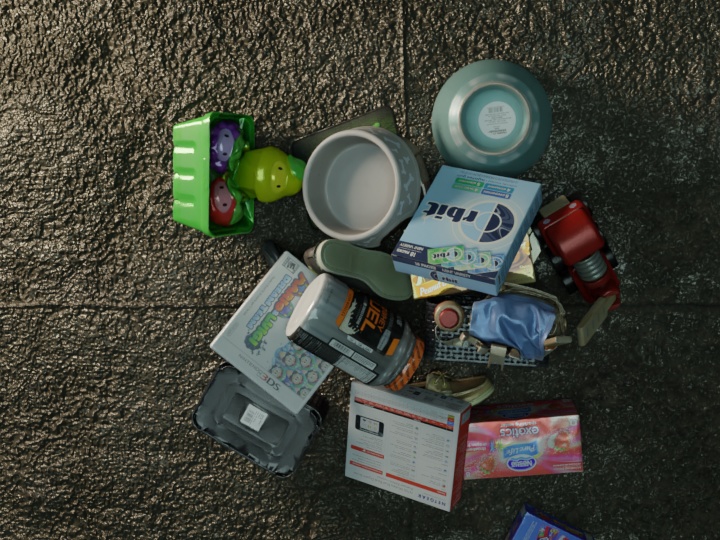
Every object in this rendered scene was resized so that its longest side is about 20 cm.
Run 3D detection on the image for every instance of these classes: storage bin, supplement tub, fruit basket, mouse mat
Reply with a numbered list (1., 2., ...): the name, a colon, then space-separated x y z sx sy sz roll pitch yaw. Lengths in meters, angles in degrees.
1. storage bin: -0.170 0.244 1.512 0.200 0.094 0.135 30 100 1
2. supplement tub: -0.006 0.102 1.388 0.200 0.123 0.123 31 100 -13
3. fruit basket: -0.197 -0.158 1.451 0.215 0.155 0.216 3 98 25
4. mouse mat: -0.017 -0.168 1.452 0.199 0.008 0.162 -17 84 24
5. storage bin: 0.206 0.095 1.437 0.199 0.135 0.094 3 98 6

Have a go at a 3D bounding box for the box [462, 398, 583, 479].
1. box: 0.266 0.284 1.476 0.199 0.095 0.103 -5 98 7

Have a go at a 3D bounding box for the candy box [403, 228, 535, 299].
1. candy box: 0.176 -0.026 1.426 0.199 0.055 0.116 -8 93 8

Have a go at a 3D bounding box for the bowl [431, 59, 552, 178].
1. bowl: 0.212 -0.242 1.411 0.200 0.105 0.202 1 97 7

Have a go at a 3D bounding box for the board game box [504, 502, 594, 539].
1. board game box: 0.302 0.525 1.529 0.134 0.045 0.200 26 99 2

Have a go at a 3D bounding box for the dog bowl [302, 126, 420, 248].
1. dog bowl: -0.005 -0.135 1.412 0.199 0.059 0.201 1 92 27

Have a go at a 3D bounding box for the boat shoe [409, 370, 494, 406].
1. boat shoe: 0.126 0.208 1.493 0.199 0.074 0.067 -17 101 8

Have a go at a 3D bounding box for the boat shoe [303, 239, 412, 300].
1. boat shoe: 0.000 0.000 1.442 0.201 0.060 0.072 24 70 -33

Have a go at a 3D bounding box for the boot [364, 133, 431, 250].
1. boot: 0.025 -0.134 1.469 0.200 0.070 0.146 -38 83 15

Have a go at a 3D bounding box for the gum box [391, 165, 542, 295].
1. gum box: 0.167 -0.067 1.357 0.169 0.045 0.200 14 55 25

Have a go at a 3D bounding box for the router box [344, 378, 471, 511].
1. router box: 0.075 0.282 1.457 0.199 0.049 0.180 14 110 25

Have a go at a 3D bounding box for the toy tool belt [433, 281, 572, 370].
1. toy tool belt: 0.207 0.082 1.304 0.199 0.123 0.125 6 97 6

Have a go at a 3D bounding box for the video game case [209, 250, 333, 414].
1. video game case: -0.113 0.101 1.436 0.182 0.024 0.200 40 80 -9

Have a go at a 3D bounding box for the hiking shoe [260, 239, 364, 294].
1. hiking shoe: -0.073 -0.004 1.495 0.200 0.076 0.101 36 91 -8

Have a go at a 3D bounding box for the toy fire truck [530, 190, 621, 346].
1. toy fire truck: 0.344 0.003 1.361 0.128 0.200 0.176 -31 120 8

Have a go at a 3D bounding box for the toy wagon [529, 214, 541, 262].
1. toy wagon: 0.200 -0.059 1.468 0.200 0.040 0.155 30 99 2
